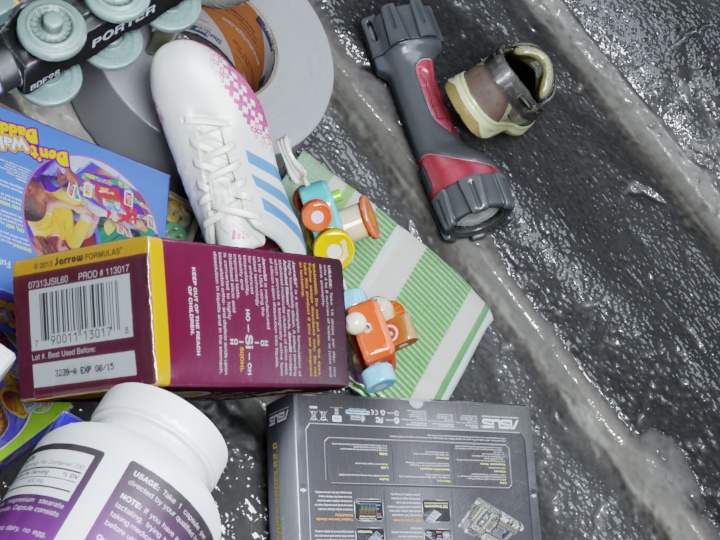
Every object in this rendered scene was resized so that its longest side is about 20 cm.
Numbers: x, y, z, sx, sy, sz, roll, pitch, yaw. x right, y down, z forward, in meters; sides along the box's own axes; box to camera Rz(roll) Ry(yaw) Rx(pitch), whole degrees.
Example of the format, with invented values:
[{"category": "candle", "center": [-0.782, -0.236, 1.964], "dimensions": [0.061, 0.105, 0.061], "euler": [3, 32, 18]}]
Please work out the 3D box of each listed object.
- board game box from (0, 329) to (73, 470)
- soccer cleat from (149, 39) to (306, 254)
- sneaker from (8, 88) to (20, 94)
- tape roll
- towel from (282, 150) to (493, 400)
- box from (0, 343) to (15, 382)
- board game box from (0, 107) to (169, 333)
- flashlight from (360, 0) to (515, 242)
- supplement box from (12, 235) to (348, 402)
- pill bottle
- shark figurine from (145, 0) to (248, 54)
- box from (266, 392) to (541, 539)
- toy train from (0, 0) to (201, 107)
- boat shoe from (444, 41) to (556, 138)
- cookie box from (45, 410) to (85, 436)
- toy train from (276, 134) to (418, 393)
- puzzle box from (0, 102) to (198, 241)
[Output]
[{"category": "board game box", "center": [-0.299, 0.095, 1.065], "dimensions": [0.135, 0.045, 0.200], "euler": [49, 52, 3]}, {"category": "soccer cleat", "center": [-0.089, -0.062, 1.175], "dimensions": [0.087, 0.069, 0.202], "euler": [-77, 145, -62]}, {"category": "sneaker", "center": [-0.245, -0.245, 1.238], "dimensions": [0.073, 0.116, 0.202], "euler": [0, 63, -27]}, {"category": "tape roll", "center": [-0.122, -0.158, 1.290], "dimensions": [0.198, 0.066, 0.202], "euler": [14, 59, -24]}, {"category": "towel", "center": [0.000, 0.019, 1.292], "dimensions": [0.199, 0.023, 0.153], "euler": [37, 52, -5]}, {"category": "box", "center": [-0.321, 0.046, 0.986], "dimensions": [0.199, 0.101, 0.113], "euler": [39, 52, -5]}, {"category": "board game box", "center": [-0.222, -0.030, 1.110], "dimensions": [0.199, 0.045, 0.136], "euler": [22, 53, -33]}, {"category": "flashlight", "center": [0.066, -0.125, 1.381], "dimensions": [0.067, 0.068, 0.202], "euler": [14, 53, -54]}, {"category": "supplement box", "center": [-0.105, 0.035, 1.045], "dimensions": [0.199, 0.109, 0.087], "euler": [6, 78, -57]}, {"category": "pill bottle", "center": [-0.143, 0.158, 0.863], "dimensions": [0.112, 0.112, 0.201], "euler": [35, 53, -8]}, {"category": "shark figurine", "center": [-0.135, -0.244, 1.258], "dimensions": [0.215, 0.129, 0.089], "euler": [47, 24, 23]}, {"category": "box", "center": [0.033, 0.172, 1.195], "dimensions": [0.198, 0.048, 0.160], "euler": [4, 73, -27]}, {"category": "toy train", "center": [-0.186, -0.195, 1.142], "dimensions": [0.199, 0.085, 0.114], "euler": [-36, 76, -24]}, {"category": "boat shoe", "center": [0.130, -0.152, 1.387], "dimensions": [0.074, 0.064, 0.200], "euler": [59, 24, -3]}, {"category": "cookie box", "center": [-0.202, 0.210, 0.980], "dimensions": [0.075, 0.171, 0.201], "euler": [28, 55, -9]}, {"category": "toy train", "center": [0.000, 0.000, 1.195], "dimensions": [0.055, 0.151, 0.202], "euler": [-19, 66, -3]}, {"category": "puzzle box", "center": [-0.218, -0.032, 1.193], "dimensions": [0.198, 0.025, 0.134], "euler": [27, 55, -15]}]
